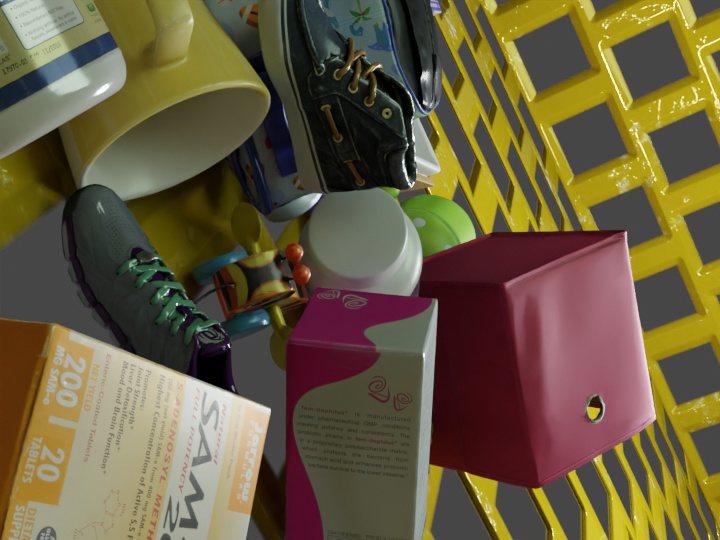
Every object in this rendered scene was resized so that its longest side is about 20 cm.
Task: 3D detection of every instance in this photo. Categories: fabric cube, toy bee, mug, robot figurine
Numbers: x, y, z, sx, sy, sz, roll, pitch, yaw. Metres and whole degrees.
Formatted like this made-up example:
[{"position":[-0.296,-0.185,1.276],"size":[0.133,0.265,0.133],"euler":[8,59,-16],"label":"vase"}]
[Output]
[{"position":[0.158,0.079,1.130],"size":[0.195,0.199,0.202],"euler":[-19,103,-36],"label":"fabric cube"},{"position":[-0.077,0.019,0.861],"size":[0.132,0.108,0.200],"euler":[65,19,-13],"label":"toy bee"},{"position":[-0.150,-0.161,0.773],"size":[0.149,0.186,0.154],"euler":[-14,72,-52],"label":"mug"},{"position":[0.070,-0.022,1.285],"size":[0.175,0.116,0.200],"euler":[40,20,3],"label":"robot figurine"}]

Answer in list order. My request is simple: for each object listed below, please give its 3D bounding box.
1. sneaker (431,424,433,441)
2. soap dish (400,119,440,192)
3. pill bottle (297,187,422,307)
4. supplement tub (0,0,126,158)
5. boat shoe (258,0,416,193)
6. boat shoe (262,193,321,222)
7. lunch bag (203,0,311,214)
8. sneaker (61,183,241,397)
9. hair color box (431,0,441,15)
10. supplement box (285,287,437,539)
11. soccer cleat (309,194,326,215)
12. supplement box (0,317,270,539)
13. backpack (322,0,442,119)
[{"position":[0.020,0.158,1.026],"size":[0.200,0.073,0.082],"euler":[40,36,-51],"label":"sneaker"},{"position":[0.013,-0.173,1.336],"size":[0.159,0.081,0.200],"euler":[66,19,11],"label":"soap dish"},{"position":[0.000,0.000,0.982],"size":[0.200,0.111,0.114],"euler":[88,-13,-71],"label":"pill bottle"},{"position":[-0.230,-0.156,0.582],"size":[0.202,0.143,0.145],"euler":[63,20,-15],"label":"supplement tub"},{"position":[-0.012,-0.143,0.817],"size":[0.202,0.090,0.071],"euler":[75,22,-44],"label":"boat shoe"},{"position":[-0.078,-0.134,1.066],"size":[0.201,0.070,0.091],"euler":[-86,154,-52],"label":"boat shoe"},{"position":[-0.098,-0.156,0.920],"size":[0.161,0.075,0.201],"euler":[-123,-167,-49],"label":"lunch bag"},{"position":[-0.124,0.028,0.731],"size":[0.074,0.087,0.202],"euler":[-28,96,-54],"label":"sneaker"},{"position":[-0.023,-0.259,1.168],"size":[0.065,0.198,0.109],"euler":[65,19,-4],"label":"hair color box"},{"position":[0.001,0.127,0.839],"size":[0.104,0.100,0.202],"euler":[-65,159,-65],"label":"supplement box"},{"position":[-0.047,-0.114,1.174],"size":[0.073,0.068,0.202],"euler":[22,48,-28],"label":"soccer cleat"},{"position":[-0.136,0.111,0.587],"size":[0.200,0.073,0.128],"euler":[33,64,-58],"label":"supplement box"},{"position":[-0.007,-0.229,1.017],"size":[0.183,0.145,0.202],"euler":[-42,115,-69],"label":"backpack"}]
